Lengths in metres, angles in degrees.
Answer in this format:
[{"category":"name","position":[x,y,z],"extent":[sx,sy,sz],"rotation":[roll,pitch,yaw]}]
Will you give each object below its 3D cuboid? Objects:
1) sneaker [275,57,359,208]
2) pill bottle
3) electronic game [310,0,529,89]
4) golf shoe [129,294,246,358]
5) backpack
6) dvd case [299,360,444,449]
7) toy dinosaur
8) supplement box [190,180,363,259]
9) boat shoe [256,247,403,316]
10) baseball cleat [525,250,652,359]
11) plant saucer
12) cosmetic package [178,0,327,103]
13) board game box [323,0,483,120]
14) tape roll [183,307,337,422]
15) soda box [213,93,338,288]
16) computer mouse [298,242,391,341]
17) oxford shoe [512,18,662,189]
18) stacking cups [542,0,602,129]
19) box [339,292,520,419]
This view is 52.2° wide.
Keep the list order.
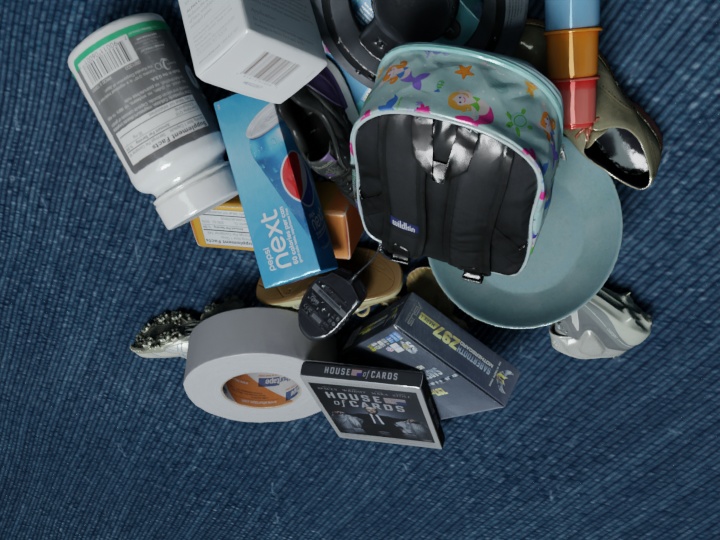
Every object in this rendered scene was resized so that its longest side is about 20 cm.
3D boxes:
[{"category":"sneaker","position":[-0.020,-0.107,0.729],"extent":[0.075,0.088,0.201],"rotation":[-25,114,31]},{"category":"pill bottle","position":[-0.211,-0.154,0.777],"extent":[0.112,0.113,0.202],"rotation":[-23,99,31]},{"category":"electronic game","position":[0.048,-0.238,0.641],"extent":[0.197,0.042,0.202],"rotation":[11,135,11]},{"category":"golf shoe","position":[-0.230,0.105,1.023],"extent":[0.197,0.079,0.098],"rotation":[-11,126,27]},{"category":"backpack","position":[0.082,-0.100,0.618],"extent":[0.175,0.152,0.201],"rotation":[16,160,15]},{"category":"dvd case","position":[0.021,0.172,0.921],"extent":[0.148,0.025,0.201],"rotation":[3,149,17]},{"category":"toy dinosaur","position":[0.102,0.032,0.864],"extent":[0.198,0.058,0.102],"rotation":[-22,113,30]},{"category":"supplement box","position":[-0.099,-0.064,0.861],"extent":[0.197,0.067,0.070],"rotation":[7,129,15]},{"category":"boat shoe","position":[-0.032,0.019,0.902],"extent":[0.197,0.074,0.063],"rotation":[-3,153,28]},{"category":"baseball cleat","position":[0.225,0.038,0.818],"extent":[0.199,0.070,0.107],"rotation":[35,128,-6]},{"category":"plant saucer","position":[0.165,-0.041,0.754],"extent":[0.198,0.039,0.205],"rotation":[-3,81,21]},{"category":"cosmetic package","position":[-0.106,-0.259,0.639],"extent":[0.074,0.101,0.203],"rotation":[-27,70,33]},{"category":"board game box","position":[0.008,-0.226,0.720],"extent":[0.151,0.047,0.199],"rotation":[42,126,-13]},{"category":"tape roll","position":[-0.128,0.128,0.956],"extent":[0.197,0.067,0.202],"rotation":[-1,144,-1]},{"category":"soda box","position":[-0.088,-0.089,0.779],"extent":[0.067,0.064,0.203],"rotation":[-16,89,16]},{"category":"computer mouse","position":[0.000,0.000,0.823],"extent":[0.059,0.034,0.200],"rotation":[44,104,8]},{"category":"oxford shoe","position":[0.209,-0.155,0.683],"extent":[0.199,0.075,0.071],"rotation":[37,128,-8]},{"category":"stacking cups","position":[0.175,-0.224,0.621],"extent":[0.059,0.061,0.203],"rotation":[3,108,17]},{"category":"box","position":[0.075,0.112,0.882],"extent":[0.157,0.051,0.200],"rotation":[36,156,-8]}]
